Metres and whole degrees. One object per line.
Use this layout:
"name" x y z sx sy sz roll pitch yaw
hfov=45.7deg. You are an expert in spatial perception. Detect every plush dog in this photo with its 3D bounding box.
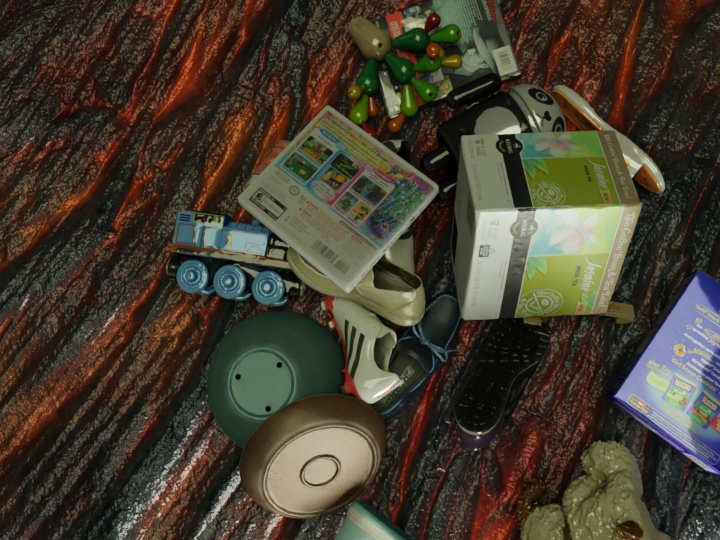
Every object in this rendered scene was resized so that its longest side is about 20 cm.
"plush dog" 0.284 0.338 1.075 0.171 0.160 0.202 -29 78 27

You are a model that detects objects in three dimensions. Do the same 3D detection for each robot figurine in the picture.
"robot figurine" 0.179 -0.166 1.143 0.198 0.151 0.125 -27 44 1

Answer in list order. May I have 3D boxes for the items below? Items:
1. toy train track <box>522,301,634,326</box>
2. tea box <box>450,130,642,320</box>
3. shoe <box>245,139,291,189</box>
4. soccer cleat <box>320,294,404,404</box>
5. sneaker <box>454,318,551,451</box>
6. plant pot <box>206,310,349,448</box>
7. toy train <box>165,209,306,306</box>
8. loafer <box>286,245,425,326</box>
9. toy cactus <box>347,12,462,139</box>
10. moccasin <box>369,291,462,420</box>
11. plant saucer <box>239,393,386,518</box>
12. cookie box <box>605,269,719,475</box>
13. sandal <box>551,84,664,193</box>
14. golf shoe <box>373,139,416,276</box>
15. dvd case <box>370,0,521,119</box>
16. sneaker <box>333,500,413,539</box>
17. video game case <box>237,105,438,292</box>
"toy train track" 0.266 0.048 1.147 0.197 0.033 0.116 9 42 0
"tea box" 0.220 -0.054 1.063 0.194 0.201 0.135 -4 49 -1
"shoe" -0.056 -0.093 1.181 0.199 0.071 0.092 36 68 -5
"soccer cleat" 0.004 0.078 1.134 0.084 0.069 0.202 -25 57 19
"sneaker" 0.186 0.149 1.138 0.075 0.088 0.200 28 61 26
"plant pot" -0.118 0.149 1.124 0.197 0.135 0.203 -1 83 5
"toy train" -0.167 -0.017 1.171 0.197 0.087 0.116 8 87 6
"loafer" 0.000 0.000 1.112 0.198 0.069 0.076 23 42 1
"toy cactus" 0.040 -0.289 1.176 0.200 0.102 0.165 -46 71 8
"moccasin" 0.079 0.121 1.144 0.080 0.068 0.202 29 86 8
"plant saucer" -0.055 0.248 1.092 0.199 0.201 0.035 -31 37 0
"cookie box" 0.447 0.132 1.109 0.170 0.075 0.201 36 87 8
"sandal" 0.322 -0.164 1.161 0.059 0.079 0.207 -43 73 0
"golf shoe" 0.048 -0.080 1.152 0.077 0.094 0.203 -8 82 -40
"dvd case" 0.114 -0.314 1.221 0.197 0.022 0.148 -18 82 4
"sneaker" 0.035 0.411 1.109 0.199 0.080 0.131 36 86 17
"video game case" -0.029 -0.097 1.107 0.199 0.024 0.182 38 76 20
